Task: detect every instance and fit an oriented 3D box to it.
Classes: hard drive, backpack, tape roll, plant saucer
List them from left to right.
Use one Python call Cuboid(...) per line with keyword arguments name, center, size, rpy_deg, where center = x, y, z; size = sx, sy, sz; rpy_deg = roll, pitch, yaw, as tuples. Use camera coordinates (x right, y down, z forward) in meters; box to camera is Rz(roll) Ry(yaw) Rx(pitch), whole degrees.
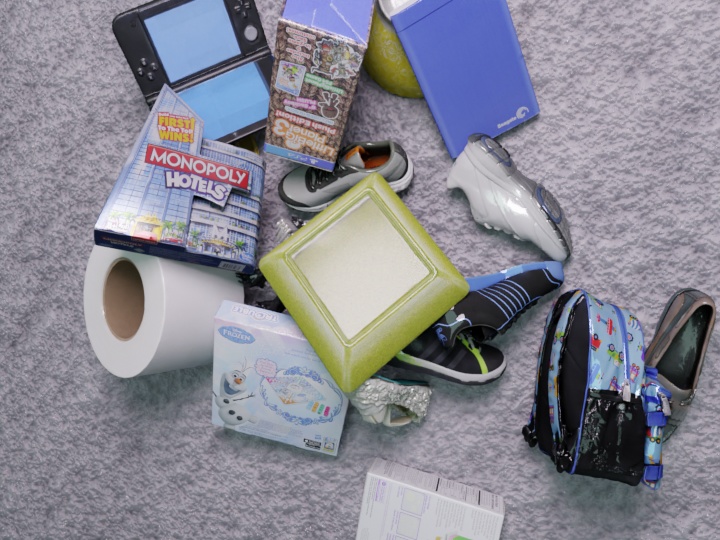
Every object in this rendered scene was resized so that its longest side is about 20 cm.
Cuboid(name="tape roll", center=(-0.279, 0.039, 0.793), size=(0.197, 0.137, 0.212), rpy_deg=(-1, 88, 36))
Cuboid(name="plant saucer", center=(0.000, 0.000, 0.664), size=(0.198, 0.048, 0.202), rpy_deg=(-37, 73, -7))
Cuboid(name="hard drive", center=(0.134, -0.255, 0.694), size=(0.128, 0.026, 0.202), rpy_deg=(-25, 125, 13))
Cuboid(name="backpack", center=(0.282, 0.131, 0.671), size=(0.129, 0.183, 0.209), rpy_deg=(7, 84, 5))

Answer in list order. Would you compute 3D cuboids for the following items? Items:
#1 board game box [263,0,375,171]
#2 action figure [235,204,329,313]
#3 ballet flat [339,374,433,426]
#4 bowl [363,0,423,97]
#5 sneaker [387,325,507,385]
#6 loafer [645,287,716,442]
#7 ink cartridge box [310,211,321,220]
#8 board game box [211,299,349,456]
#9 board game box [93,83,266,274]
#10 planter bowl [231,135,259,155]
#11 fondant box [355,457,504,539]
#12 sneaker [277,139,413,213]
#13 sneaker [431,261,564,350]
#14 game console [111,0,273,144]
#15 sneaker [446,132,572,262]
Cuboid(name="board game box", center=(-0.048, -0.256, 0.673), size=(0.093, 0.202, 0.165), rpy_deg=(13, 59, -8))
Cuboid(name="action figure", center=(-0.072, -0.010, 0.757), size=(0.196, 0.102, 0.122), rpy_deg=(-32, 83, 18))
Cuboid(name="ballet flat", center=(0.035, 0.167, 0.724), size=(0.070, 0.197, 0.075), rpy_deg=(-14, 67, 35))
Cuboid(name="bowl", center=(0.069, -0.341, 0.724), size=(0.192, 0.107, 0.209), rpy_deg=(1, 94, 15))
Cuboid(name="sneaker", center=(0.108, 0.090, 0.733), size=(0.192, 0.072, 0.086), rpy_deg=(10, 109, -10))
Cuboid(name="loafer", center=(0.386, 0.123, 0.694), size=(0.069, 0.063, 0.208), rpy_deg=(16, 97, 13))
Cuboid(name="ink cartridge box", center=(-0.018, 0.011, 0.811), size=(0.160, 0.050, 0.203), rpy_deg=(-39, 68, 14))
Cuboid(name="board game box", center=(-0.107, 0.153, 0.776), size=(0.192, 0.044, 0.205), rpy_deg=(14, 124, 1))
Cuboid(name="board game box", center=(-0.213, -0.118, 0.705), size=(0.193, 0.061, 0.208), rpy_deg=(10, 71, -23))
Cuboid(name="planter bowl", center=(-0.255, -0.158, 0.833), size=(0.192, 0.083, 0.209), rpy_deg=(1, 94, 15))
Cuboid(name="fondant box", center=(0.093, 0.372, 0.791), size=(0.193, 0.058, 0.150), rpy_deg=(13, 97, 14))
Cuboid(name="sneaker", center=(-0.027, -0.138, 0.769), size=(0.193, 0.079, 0.077), rpy_deg=(-12, 67, 13))
Cuboid(name="sneaker", center=(0.177, 0.044, 0.709), size=(0.192, 0.070, 0.081), rpy_deg=(-12, 76, -12))
Cuboid(name="game console", center=(-0.207, -0.276, 0.759), size=(0.195, 0.119, 0.174), rpy_deg=(-26, 132, -10))
Cuboid(name="sneaker", center=(0.197, -0.085, 0.737), size=(0.200, 0.074, 0.087), rpy_deg=(47, 126, 6))
